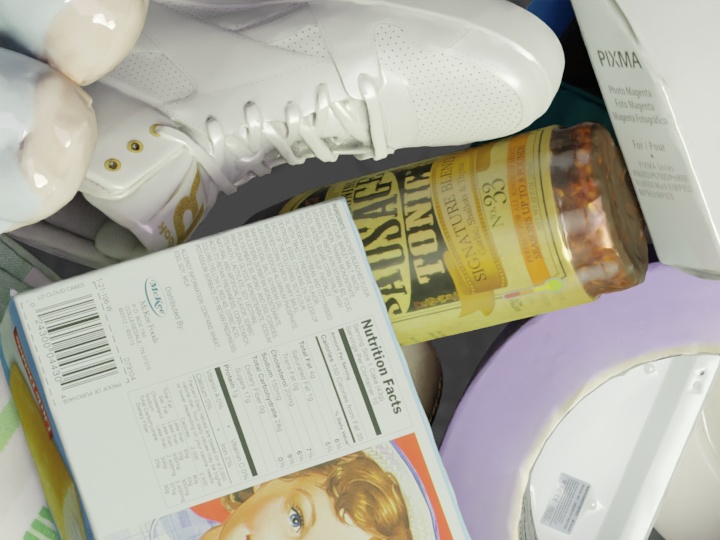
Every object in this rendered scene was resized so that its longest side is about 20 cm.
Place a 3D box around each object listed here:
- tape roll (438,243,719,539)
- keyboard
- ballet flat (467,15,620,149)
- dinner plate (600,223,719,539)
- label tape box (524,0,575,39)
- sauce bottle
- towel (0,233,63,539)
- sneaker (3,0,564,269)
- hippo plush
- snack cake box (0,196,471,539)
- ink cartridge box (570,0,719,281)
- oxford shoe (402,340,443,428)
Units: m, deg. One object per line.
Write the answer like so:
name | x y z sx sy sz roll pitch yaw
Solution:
tape roll | 0.127 0.091 0.846 0.199 0.085 0.201 1 96 8
keyboard | 0.089 0.095 0.899 0.056 0.011 0.201 23 97 4
ballet flat | 0.098 -0.065 0.852 0.073 0.073 0.200 28 95 -17
dinner plate | 0.194 0.038 0.920 0.199 0.024 0.201 -3 100 -15
label tape box | 0.027 -0.158 0.812 0.200 0.066 0.143 41 85 -21
sauce bottle | 0.000 0.000 0.806 0.199 0.066 0.066 -16 105 17
towel | -0.084 0.095 0.748 0.200 0.023 0.153 32 70 -5
sneaker | -0.036 -0.041 0.765 0.199 0.116 0.074 4 140 15
hippo plush | -0.162 -0.112 0.683 0.159 0.161 0.200 -36 63 -5
snack cake box | -0.029 0.090 0.717 0.115 0.067 0.201 -16 80 -19
ink cartridge box | 0.143 -0.121 0.783 0.162 0.057 0.201 -29 112 -25
oxford shoe | -0.030 0.087 0.819 0.071 0.074 0.200 41 63 0
